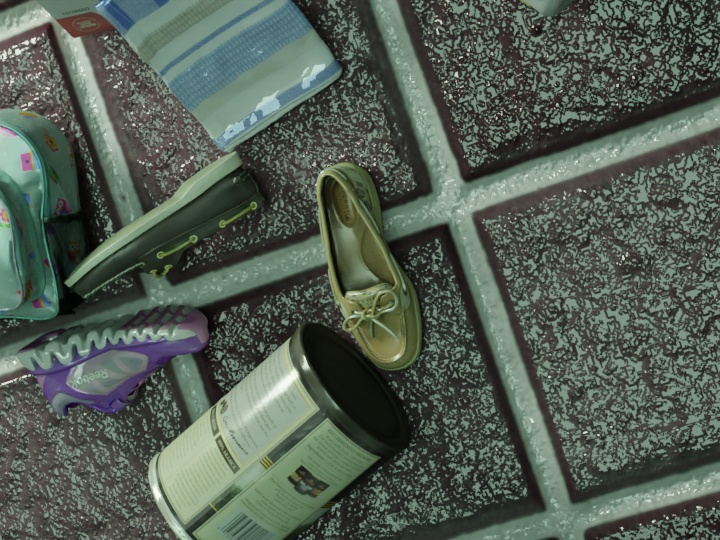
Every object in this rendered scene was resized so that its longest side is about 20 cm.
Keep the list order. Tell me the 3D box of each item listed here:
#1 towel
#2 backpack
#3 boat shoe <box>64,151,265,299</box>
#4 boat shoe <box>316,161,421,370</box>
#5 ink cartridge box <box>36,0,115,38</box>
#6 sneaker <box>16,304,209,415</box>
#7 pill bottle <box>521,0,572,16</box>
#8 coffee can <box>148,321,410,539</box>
[{"bbox_3d":[-0.126,-0.210,1.541,0.147,0.024,0.200,-31,123,16],"label":"towel"},{"bbox_3d":[-0.355,-0.053,1.613,0.175,0.153,0.200,0,95,19],"label":"backpack"},{"bbox_3d":[-0.181,-0.030,1.585,0.201,0.072,0.061,-36,102,-3],"label":"boat shoe"},{"bbox_3d":[0.000,0.000,1.566,0.073,0.063,0.200,-20,92,16],"label":"boat shoe"},{"bbox_3d":[-0.253,-0.292,1.524,0.116,0.200,0.068,-10,66,17],"label":"ink cartridge box"},{"bbox_3d":[-0.230,0.091,1.638,0.200,0.080,0.089,-13,100,21],"label":"sneaker"},{"bbox_3d":[0.117,-0.317,1.468,0.200,0.112,0.112,36,105,8],"label":"pill bottle"},{"bbox_3d":[-0.075,0.165,1.564,0.200,0.146,0.146,-41,85,16],"label":"coffee can"}]
